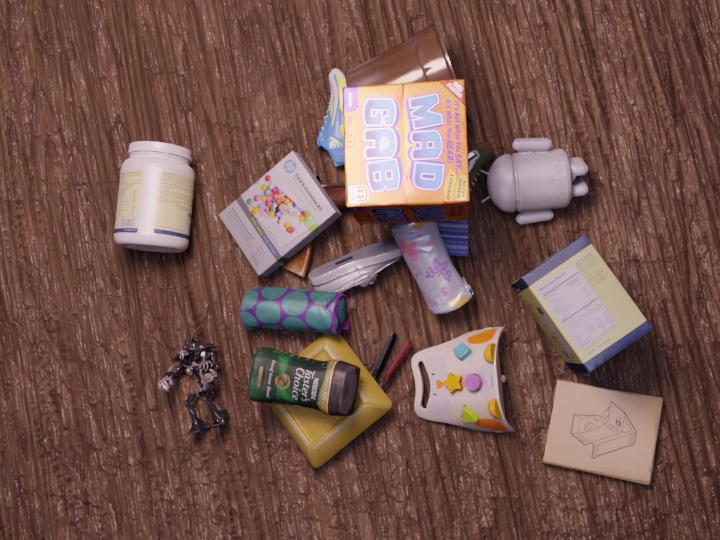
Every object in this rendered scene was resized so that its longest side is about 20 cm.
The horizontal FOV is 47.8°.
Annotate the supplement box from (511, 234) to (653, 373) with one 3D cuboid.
[{"bbox_3d":[0.393,0.064,1.476,0.134,0.200,0.200,-34,83,1],"label":"supplement box"}]

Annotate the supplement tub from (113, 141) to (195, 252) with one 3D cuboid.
[{"bbox_3d":[-0.403,-0.142,1.603,0.145,0.145,0.200,4,85,6],"label":"supplement tub"}]

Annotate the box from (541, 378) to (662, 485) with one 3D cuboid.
[{"bbox_3d":[0.456,0.302,1.536,0.200,0.021,0.164,10,86,7],"label":"box"}]

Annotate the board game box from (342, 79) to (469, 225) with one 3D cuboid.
[{"bbox_3d":[0.082,-0.194,1.394,0.200,0.200,0.200,-2,85,6],"label":"board game box"}]

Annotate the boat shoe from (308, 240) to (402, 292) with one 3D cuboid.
[{"bbox_3d":[0.000,0.000,1.595,0.200,0.074,0.065,-19,112,8],"label":"boat shoe"}]

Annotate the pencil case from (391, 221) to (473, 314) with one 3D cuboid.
[{"bbox_3d":[0.135,-0.015,1.539,0.091,0.083,0.200,-19,104,44],"label":"pencil case"}]

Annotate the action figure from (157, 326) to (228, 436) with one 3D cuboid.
[{"bbox_3d":[-0.321,0.213,1.583,0.119,0.102,0.200,-17,84,15],"label":"action figure"}]

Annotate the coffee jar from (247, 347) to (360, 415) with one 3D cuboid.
[{"bbox_3d":[-0.102,0.206,1.503,0.200,0.085,0.104,7,83,16],"label":"coffee jar"}]

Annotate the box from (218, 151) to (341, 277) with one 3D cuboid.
[{"bbox_3d":[-0.158,-0.109,1.587,0.200,0.041,0.156,-38,75,12],"label":"box"}]

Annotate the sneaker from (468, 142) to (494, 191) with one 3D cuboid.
[{"bbox_3d":[0.191,-0.156,1.587,0.200,0.067,0.090,-35,83,7],"label":"sneaker"}]

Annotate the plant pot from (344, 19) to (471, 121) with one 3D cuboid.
[{"bbox_3d":[0.086,-0.348,1.559,0.198,0.200,0.201,-19,83,10],"label":"plant pot"}]

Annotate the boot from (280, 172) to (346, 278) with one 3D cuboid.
[{"bbox_3d":[-0.085,-0.082,1.605,0.188,0.068,0.200,21,87,7],"label":"boot"}]

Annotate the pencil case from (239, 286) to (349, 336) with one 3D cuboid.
[{"bbox_3d":[-0.127,0.080,1.573,0.200,0.092,0.085,3,53,16],"label":"pencil case"}]

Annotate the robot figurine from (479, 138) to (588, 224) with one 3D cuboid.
[{"bbox_3d":[0.328,-0.171,1.549,0.200,0.113,0.170,-6,109,5],"label":"robot figurine"}]

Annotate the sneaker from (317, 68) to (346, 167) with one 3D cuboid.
[{"bbox_3d":[-0.050,-0.298,1.619,0.105,0.076,0.200,-20,84,4],"label":"sneaker"}]

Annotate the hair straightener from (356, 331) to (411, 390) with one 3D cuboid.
[{"bbox_3d":[0.020,0.207,1.587,0.077,0.041,0.200,30,93,19],"label":"hair straightener"}]

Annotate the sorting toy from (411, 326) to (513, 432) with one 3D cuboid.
[{"bbox_3d":[0.185,0.214,1.548,0.180,0.107,0.200,-8,83,24],"label":"sorting toy"}]

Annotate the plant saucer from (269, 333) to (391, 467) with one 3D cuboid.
[{"bbox_3d":[-0.076,0.242,1.560,0.200,0.048,0.200,-40,73,6],"label":"plant saucer"}]

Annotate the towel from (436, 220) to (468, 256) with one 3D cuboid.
[{"bbox_3d":[0.136,-0.127,1.551,0.145,0.024,0.200,5,115,22],"label":"towel"}]
